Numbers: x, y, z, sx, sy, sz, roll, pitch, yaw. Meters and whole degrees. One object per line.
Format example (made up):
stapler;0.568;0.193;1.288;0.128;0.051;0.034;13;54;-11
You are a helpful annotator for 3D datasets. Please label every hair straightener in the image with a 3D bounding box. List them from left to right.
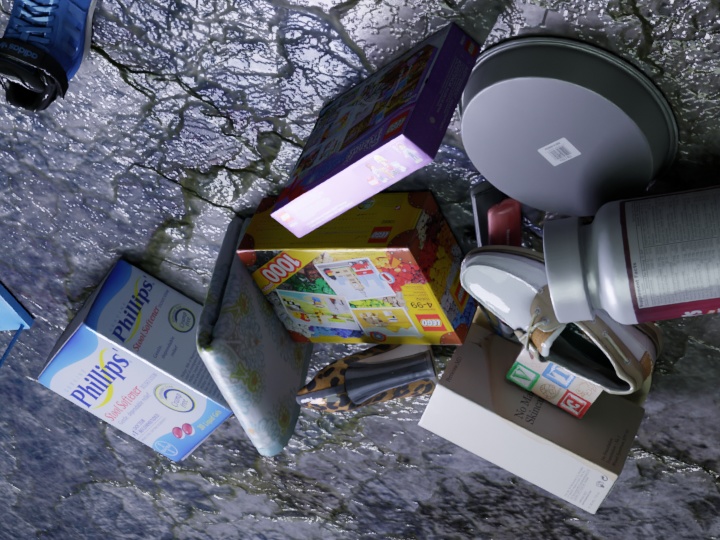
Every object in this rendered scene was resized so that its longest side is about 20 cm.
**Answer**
hair straightener;0.131;-0.012;1.637;0.077;0.041;0.200;54;165;44

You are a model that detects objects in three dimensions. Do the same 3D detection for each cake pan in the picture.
cake pan;0.175;-0.118;1.478;0.200;0.037;0.200;15;144;11

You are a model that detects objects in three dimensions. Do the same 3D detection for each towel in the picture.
towel;-0.108;0.065;1.750;0.048;0.200;0.171;-12;132;22

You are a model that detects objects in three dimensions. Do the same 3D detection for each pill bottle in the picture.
pill bottle;0.264;-0.012;1.459;0.200;0.110;0.110;-9;137;13

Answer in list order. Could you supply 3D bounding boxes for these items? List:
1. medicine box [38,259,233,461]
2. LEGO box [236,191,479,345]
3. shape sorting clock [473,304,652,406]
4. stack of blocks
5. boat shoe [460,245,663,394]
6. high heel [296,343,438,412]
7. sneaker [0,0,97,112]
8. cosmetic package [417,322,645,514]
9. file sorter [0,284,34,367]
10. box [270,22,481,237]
medicine box;-0.245;0.108;1.966;0.200;0.103;0.182;31;145;-12
LEGO box;0.000;0.000;1.701;0.200;0.077;0.149;-1;138;31
shape sorting clock;0.201;0.090;1.736;0.200;0.039;0.200;16;135;17
stack of blocks;0.210;0.042;1.615;0.115;0.059;0.200;30;137;3
boat shoe;0.177;0.044;1.541;0.200;0.068;0.075;26;136;8
high heel;0.008;0.110;1.765;0.143;0.071;0.200;-15;177;3
sneaker;-0.292;-0.226;1.543;0.077;0.111;0.200;22;145;3
cosmetic package;0.172;0.147;1.701;0.200;0.104;0.073;27;135;4
file sorter;-0.533;0.068;2.065;0.200;0.123;0.139;-5;137;34
box;0.012;-0.120;1.484;0.039;0.137;0.200;38;143;-20
